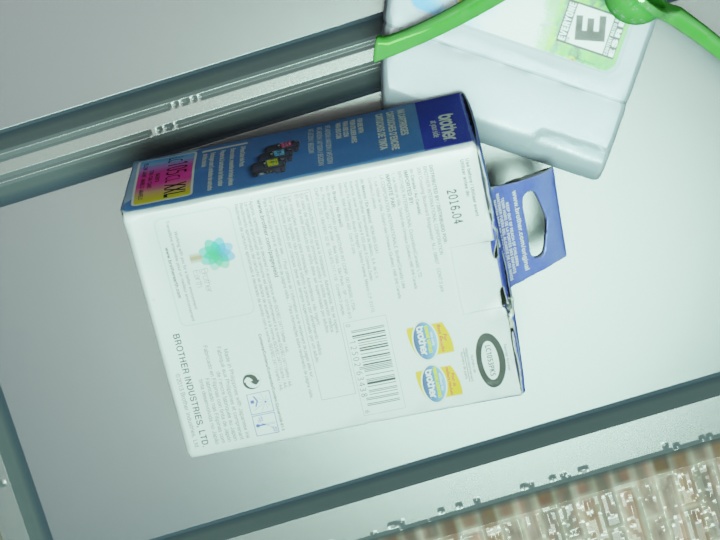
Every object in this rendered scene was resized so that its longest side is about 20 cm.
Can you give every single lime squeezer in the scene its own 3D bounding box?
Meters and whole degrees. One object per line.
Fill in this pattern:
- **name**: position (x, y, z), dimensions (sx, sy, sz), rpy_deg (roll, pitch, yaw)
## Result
- **lime squeezer**: position (0.109, -0.118, 0.864), dimensions (0.199, 0.038, 0.071), rpy_deg (8, 100, -1)

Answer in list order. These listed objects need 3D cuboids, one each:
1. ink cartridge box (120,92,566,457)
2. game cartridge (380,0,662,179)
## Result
- **ink cartridge box**: position (0.000, 0.000, 0.886), dimensions (0.199, 0.076, 0.137), rpy_deg (-10, 116, 4)
- **game cartridge**: position (0.085, -0.158, 0.893), dimensions (0.133, 0.040, 0.201), rpy_deg (18, 99, 1)
